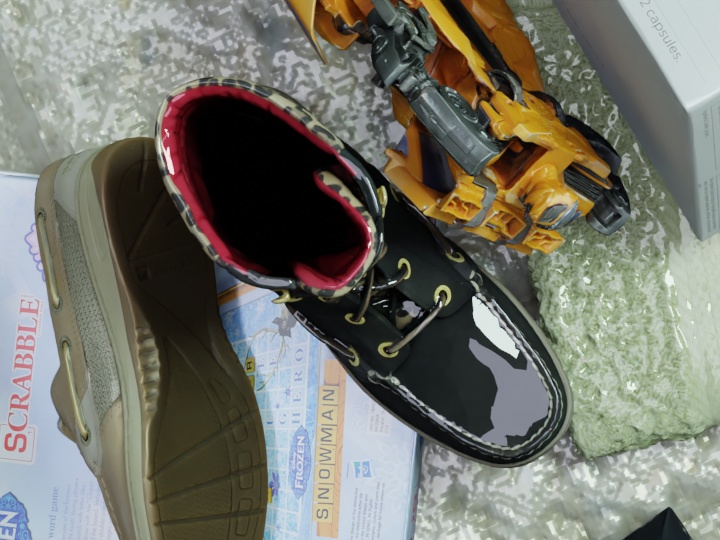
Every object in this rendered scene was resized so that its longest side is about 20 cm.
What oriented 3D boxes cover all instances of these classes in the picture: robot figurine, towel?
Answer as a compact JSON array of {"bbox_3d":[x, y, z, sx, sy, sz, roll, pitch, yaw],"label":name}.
[{"bbox_3d":[0.028,-0.083,1.002,0.058,0.145,0.201,-45,53,21],"label":"robot figurine"},{"bbox_3d":[0.135,-0.028,1.060,0.147,0.036,0.202,-11,88,8],"label":"towel"}]

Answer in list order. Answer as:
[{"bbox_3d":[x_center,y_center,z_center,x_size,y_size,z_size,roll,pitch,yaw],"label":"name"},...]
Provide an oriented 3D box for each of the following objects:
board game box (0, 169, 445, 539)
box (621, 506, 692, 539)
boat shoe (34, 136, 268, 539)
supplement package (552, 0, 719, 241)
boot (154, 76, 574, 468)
[{"bbox_3d":[-0.071,0.066,1.082,0.198,0.041,0.202,7,89,7],"label":"board game box"},{"bbox_3d":[0.128,0.203,0.977,0.104,0.200,0.183,-35,85,7],"label":"box"},{"bbox_3d":[-0.091,0.049,1.037,0.065,0.072,0.202,-10,92,42],"label":"boat shoe"},{"bbox_3d":[0.125,-0.142,0.976,0.110,0.156,0.201,-30,71,-1],"label":"supplement package"},{"bbox_3d":[0.000,0.000,0.979,0.073,0.151,0.200,-42,84,3],"label":"boot"}]
